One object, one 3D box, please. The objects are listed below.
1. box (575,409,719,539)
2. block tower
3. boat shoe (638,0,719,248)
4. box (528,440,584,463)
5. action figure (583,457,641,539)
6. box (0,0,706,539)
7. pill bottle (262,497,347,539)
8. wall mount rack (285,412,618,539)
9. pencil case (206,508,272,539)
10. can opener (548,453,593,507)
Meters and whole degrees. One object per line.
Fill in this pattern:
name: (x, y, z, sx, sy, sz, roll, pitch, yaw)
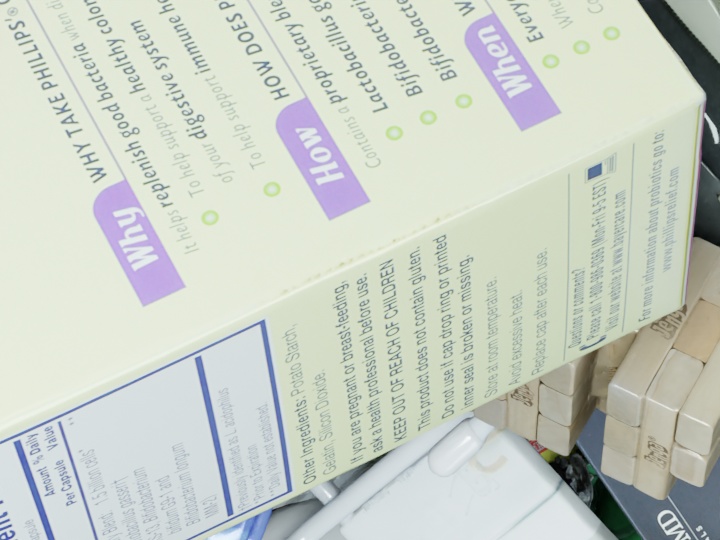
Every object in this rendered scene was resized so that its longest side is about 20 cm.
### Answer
box: (0.110, -0.007, 0.836, 0.141, 0.201, 0.079, -34, -165, 8)
block tower: (0.017, -0.004, 0.751, 0.058, 0.199, 0.054, -57, 162, -26)
boat shoe: (0.096, -0.033, 0.757, 0.067, 0.200, 0.072, -34, -168, 17)
box: (0.074, 0.037, 1.020, 0.075, 0.050, 0.200, -33, 152, 1)
action figure: (0.114, 0.088, 1.037, 0.118, 0.055, 0.200, -18, 153, -29)
box: (-0.046, -0.039, 0.653, 0.199, 0.176, 0.097, -25, 151, -12)
pill bottle: (-0.044, 0.149, 0.951, 0.113, 0.115, 0.200, -14, 174, -28)
wall mount rack: (0.023, 0.125, 0.823, 0.174, 0.200, 0.075, -41, -174, 26)
pencil case: (-0.121, 0.044, 0.730, 0.199, 0.078, 0.087, 17, 100, -14)
can opener: (0.040, 0.099, 1.008, 0.078, 0.064, 0.200, -23, -174, -13)
